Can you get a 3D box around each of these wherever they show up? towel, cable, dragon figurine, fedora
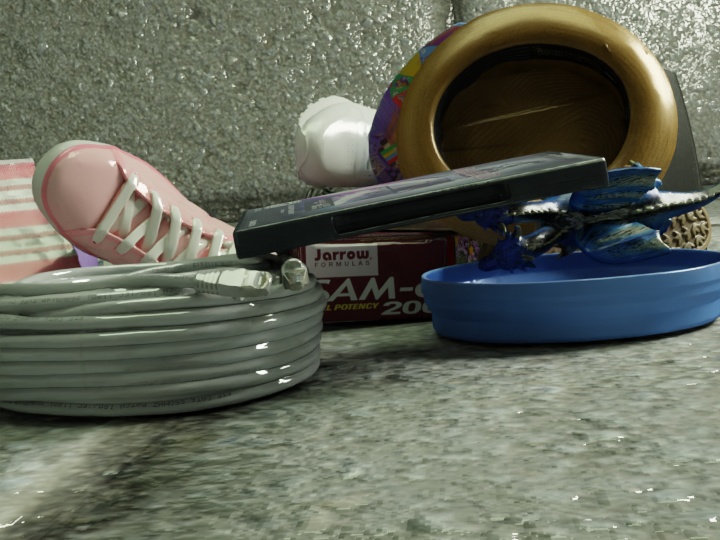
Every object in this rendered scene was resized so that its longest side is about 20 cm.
[{"bbox_3d":[-0.264,-0.003,0.838,0.145,0.030,0.200,-7,45,-28],"label":"towel"},{"bbox_3d":[-0.117,0.032,0.705,0.198,0.070,0.200,-5,4,4],"label":"cable"},{"bbox_3d":[0.163,-0.036,0.800,0.198,0.059,0.099,-8,6,11],"label":"dragon figurine"},{"bbox_3d":[0.128,-0.096,0.920,0.199,0.202,0.082,-4,-18,10],"label":"fedora"}]

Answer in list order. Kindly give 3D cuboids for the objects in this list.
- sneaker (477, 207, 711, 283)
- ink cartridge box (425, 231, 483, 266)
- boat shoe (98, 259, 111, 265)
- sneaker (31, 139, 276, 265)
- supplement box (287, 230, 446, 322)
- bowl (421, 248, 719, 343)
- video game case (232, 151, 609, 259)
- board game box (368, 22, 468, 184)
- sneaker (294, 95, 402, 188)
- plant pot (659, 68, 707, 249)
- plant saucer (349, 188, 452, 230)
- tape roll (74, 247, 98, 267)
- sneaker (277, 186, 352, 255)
[{"bbox_3d":[0.172,-0.009,0.993,0.199,0.068,0.090,-12,-8,-21],"label":"sneaker"},{"bbox_3d":[0.084,-0.012,1.133,0.199,0.051,0.109,0,6,36],"label":"ink cartridge box"},{"bbox_3d":[-0.282,-0.003,1.260,0.071,0.071,0.201,1,9,23],"label":"boat shoe"},{"bbox_3d":[-0.121,-0.017,0.852,0.104,0.076,0.200,15,-20,51],"label":"sneaker"},{"bbox_3d":[0.000,0.000,0.993,0.108,0.061,0.200,-3,4,-5],"label":"supplement box"},{"bbox_3d":[0.139,0.015,0.821,0.199,0.040,0.201,-5,5,0],"label":"bowl"},{"bbox_3d":[0.028,-0.040,0.726,0.198,0.019,0.143,-12,7,-2],"label":"video game case"},{"bbox_3d":[0.105,-0.117,1.004,0.199,0.159,0.039,-4,45,-32],"label":"board game box"},{"bbox_3d":[0.022,-0.102,1.055,0.080,0.077,0.199,14,13,34],"label":"sneaker"},{"bbox_3d":[0.217,-0.118,1.258,0.199,0.179,0.199,10,-4,-35],"label":"plant pot"},{"bbox_3d":[0.068,-0.053,1.072,0.199,0.035,0.200,1,4,0],"label":"plant saucer"},{"bbox_3d":[-0.300,0.016,0.969,0.198,0.086,0.200,-5,6,0],"label":"tape roll"},{"bbox_3d":[-0.053,-0.015,1.182,0.199,0.091,0.076,-30,33,-24],"label":"sneaker"}]
